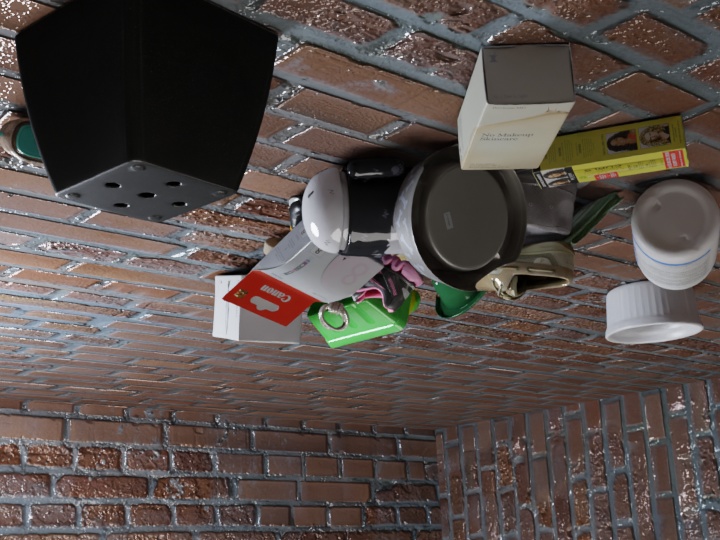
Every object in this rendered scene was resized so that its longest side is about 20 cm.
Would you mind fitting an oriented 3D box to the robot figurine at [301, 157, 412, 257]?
[{"bbox_3d":[0.018,-0.085,1.514,0.199,0.151,0.125,-1,-171,-10],"label":"robot figurine"}]

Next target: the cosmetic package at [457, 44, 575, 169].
[{"bbox_3d":[0.178,-0.187,1.270,0.103,0.073,0.200,-2,165,-2],"label":"cosmetic package"}]

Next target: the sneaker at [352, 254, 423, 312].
[{"bbox_3d":[0.000,0.000,1.744,0.200,0.096,0.079,30,175,27],"label":"sneaker"}]

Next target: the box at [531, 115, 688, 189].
[{"bbox_3d":[0.331,-0.156,1.445,0.199,0.050,0.075,-8,163,17],"label":"box"}]

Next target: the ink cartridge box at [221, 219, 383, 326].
[{"bbox_3d":[-0.086,0.017,1.654,0.200,0.057,0.162,-46,140,14],"label":"ink cartridge box"}]

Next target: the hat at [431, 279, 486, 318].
[{"bbox_3d":[0.120,-0.035,1.770,0.176,0.166,0.200,30,149,-21],"label":"hat"}]

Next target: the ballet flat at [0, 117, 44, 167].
[{"bbox_3d":[-0.362,-0.147,1.357,0.067,0.068,0.200,9,171,43],"label":"ballet flat"}]

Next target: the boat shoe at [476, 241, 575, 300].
[{"bbox_3d":[0.224,0.008,1.622,0.199,0.065,0.072,-10,146,28],"label":"boat shoe"}]

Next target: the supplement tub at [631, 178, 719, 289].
[{"bbox_3d":[0.492,-0.053,1.693,0.131,0.133,0.200,-7,163,14],"label":"supplement tub"}]

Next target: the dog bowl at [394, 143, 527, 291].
[{"bbox_3d":[0.132,-0.072,1.462,0.199,0.201,0.059,8,175,-33],"label":"dog bowl"}]

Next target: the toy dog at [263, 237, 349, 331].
[{"bbox_3d":[-0.077,0.000,1.834,0.199,0.096,0.132,30,115,-9],"label":"toy dog"}]

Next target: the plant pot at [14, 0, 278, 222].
[{"bbox_3d":[-0.219,-0.159,1.105,0.199,0.178,0.199,-14,160,38],"label":"plant pot"}]

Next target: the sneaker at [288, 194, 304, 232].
[{"bbox_3d":[-0.075,-0.052,1.668,0.070,0.090,0.200,-1,165,-5],"label":"sneaker"}]

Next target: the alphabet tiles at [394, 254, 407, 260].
[{"bbox_3d":[0.074,-0.048,1.850,0.195,0.015,0.200,0,164,-11],"label":"alphabet tiles"}]

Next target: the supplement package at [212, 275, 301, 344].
[{"bbox_3d":[-0.187,0.067,1.946,0.117,0.118,0.200,4,177,-21],"label":"supplement package"}]

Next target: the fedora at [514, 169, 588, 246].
[{"bbox_3d":[0.247,-0.090,1.590,0.199,0.091,0.177,6,162,-29],"label":"fedora"}]

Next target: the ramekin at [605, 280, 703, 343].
[{"bbox_3d":[0.610,0.086,2.272,0.199,0.098,0.201,-2,165,-1],"label":"ramekin"}]

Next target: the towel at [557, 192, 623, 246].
[{"bbox_3d":[0.309,-0.052,1.709,0.152,0.023,0.200,-40,-173,-34],"label":"towel"}]

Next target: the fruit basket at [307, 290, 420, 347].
[{"bbox_3d":[0.030,0.066,2.040,0.215,0.156,0.216,8,152,5],"label":"fruit basket"}]
